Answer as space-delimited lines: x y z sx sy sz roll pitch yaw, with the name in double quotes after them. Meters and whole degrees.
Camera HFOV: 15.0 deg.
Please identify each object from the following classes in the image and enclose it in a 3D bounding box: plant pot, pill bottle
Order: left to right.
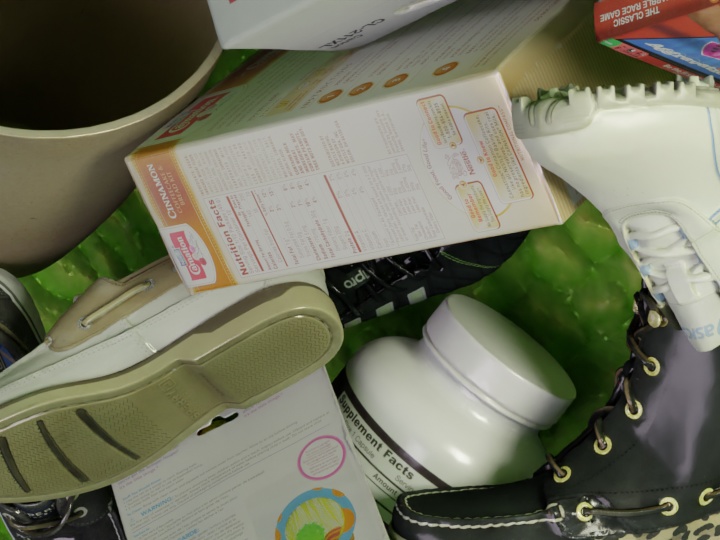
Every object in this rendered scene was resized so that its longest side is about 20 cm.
-0.164 -0.086 1.288 0.187 0.187 0.200 35 148 9 "plant pot"
0.012 0.111 1.295 0.112 0.112 0.200 39 104 5 "pill bottle"

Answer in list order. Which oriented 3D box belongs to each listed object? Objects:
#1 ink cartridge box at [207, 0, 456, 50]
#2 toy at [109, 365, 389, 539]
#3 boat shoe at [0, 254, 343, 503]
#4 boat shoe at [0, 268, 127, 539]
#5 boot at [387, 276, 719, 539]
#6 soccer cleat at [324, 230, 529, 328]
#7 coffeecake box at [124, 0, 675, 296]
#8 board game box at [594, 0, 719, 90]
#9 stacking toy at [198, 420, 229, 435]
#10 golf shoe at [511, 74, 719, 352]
-0.009 -0.205 1.107 0.146 0.083 0.200 -23 80 39 "ink cartridge box"
-0.034 0.143 1.214 0.115 0.200 0.047 -28 136 7 "toy"
-0.107 0.042 1.250 0.200 0.068 0.075 -23 141 4 "boat shoe"
-0.155 0.093 1.312 0.070 0.066 0.200 -16 112 9 "boat shoe"
0.113 0.059 1.198 0.203 0.073 0.154 -1 106 -6 "boot"
0.000 0.000 1.283 0.200 0.081 0.068 -24 104 40 "soccer cleat"
0.025 -0.068 1.174 0.200 0.154 0.073 -10 112 37 "coffeecake box"
0.190 -0.085 1.049 0.103 0.200 0.019 -17 69 38 "board game box"
-0.055 0.122 1.401 0.200 0.110 0.116 3 130 14 "stacking toy"
0.135 -0.019 1.074 0.078 0.200 0.097 -6 75 44 "golf shoe"
